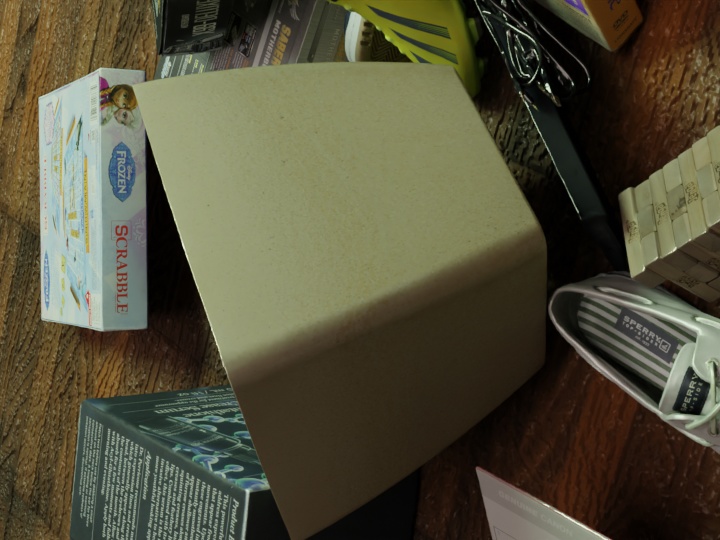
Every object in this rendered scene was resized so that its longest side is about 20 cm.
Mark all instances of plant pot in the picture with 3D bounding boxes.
[{"bbox_3d":[0.000,0.000,0.722,0.201,0.175,0.201,78,171,-55],"label":"plant pot"}]

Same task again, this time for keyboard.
[{"bbox_3d":[0.108,-0.103,0.707,0.039,0.104,0.202,-28,64,14],"label":"keyboard"}]

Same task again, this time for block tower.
[{"bbox_3d":[0.215,-0.056,0.608,0.200,0.057,0.054,-37,41,40],"label":"block tower"}]

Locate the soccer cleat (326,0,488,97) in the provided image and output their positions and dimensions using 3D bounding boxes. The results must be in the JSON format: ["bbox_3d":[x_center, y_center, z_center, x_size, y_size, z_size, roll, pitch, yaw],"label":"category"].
[{"bbox_3d":[0.013,-0.170,0.747,0.083,0.201,0.065,-29,44,7],"label":"soccer cleat"}]

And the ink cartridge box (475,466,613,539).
[{"bbox_3d":[0.152,0.194,0.647,0.199,0.045,0.178,25,135,44],"label":"ink cartridge box"}]

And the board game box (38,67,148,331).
[{"bbox_3d":[-0.225,-0.055,1.070,0.199,0.041,0.203,3,93,63],"label":"board game box"}]

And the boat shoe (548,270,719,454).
[{"bbox_3d":[0.177,0.061,0.653,0.199,0.066,0.074,28,111,43],"label":"boat shoe"}]

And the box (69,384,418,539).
[{"bbox_3d":[-0.084,0.158,0.878,0.199,0.147,0.108,17,104,45],"label":"box"}]

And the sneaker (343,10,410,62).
[{"bbox_3d":[0.012,-0.232,0.823,0.108,0.070,0.202,29,107,40],"label":"sneaker"}]

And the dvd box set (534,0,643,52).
[{"bbox_3d":[0.066,-0.211,0.681,0.029,0.200,0.146,-46,52,1],"label":"dvd box set"}]

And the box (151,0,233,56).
[{"bbox_3d":[-0.122,-0.262,0.854,0.158,0.049,0.203,147,115,-78],"label":"box"}]

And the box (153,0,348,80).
[{"bbox_3d":[-0.078,-0.165,0.937,0.158,0.048,0.202,40,120,39],"label":"box"}]
